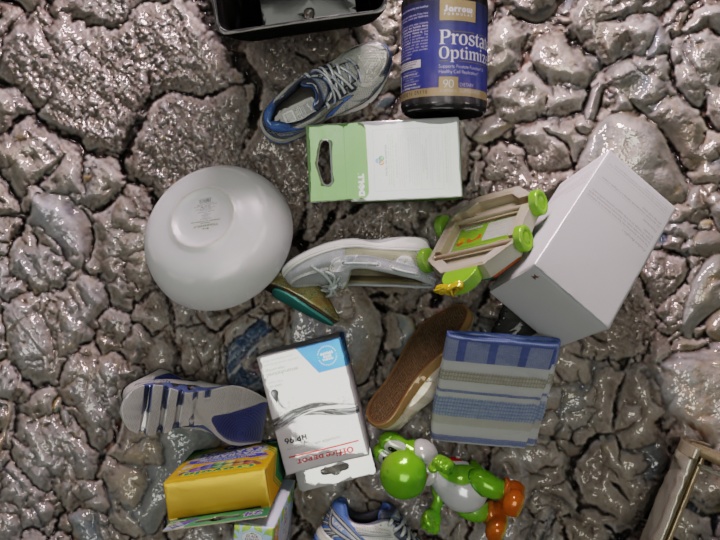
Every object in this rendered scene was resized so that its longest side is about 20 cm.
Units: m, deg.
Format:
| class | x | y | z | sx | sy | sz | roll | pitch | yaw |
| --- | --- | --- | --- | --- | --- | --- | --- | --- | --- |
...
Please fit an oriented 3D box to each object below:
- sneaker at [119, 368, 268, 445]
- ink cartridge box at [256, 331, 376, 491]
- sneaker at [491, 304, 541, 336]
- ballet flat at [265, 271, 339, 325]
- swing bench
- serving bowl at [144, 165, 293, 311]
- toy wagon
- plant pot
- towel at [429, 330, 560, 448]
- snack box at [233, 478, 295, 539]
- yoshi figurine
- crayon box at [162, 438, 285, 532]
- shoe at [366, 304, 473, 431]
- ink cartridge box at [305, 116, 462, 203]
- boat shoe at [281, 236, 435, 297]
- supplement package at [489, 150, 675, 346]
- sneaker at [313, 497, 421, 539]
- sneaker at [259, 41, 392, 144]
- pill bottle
| class | x | y | z | sx | sy | sz | roll | pitch | yaw |
| --- | --- | --- | --- | --- | --- | --- | --- | --- | --- |
| sneaker | -0.227 | 0.171 | 1.117 | 0.199 | 0.115 | 0.081 | 12 | 94 | -28 |
| ink cartridge box | -0.055 | 0.194 | 1.116 | 0.116 | 0.068 | 0.201 | -14 | 92 | 2 |
| sneaker | 0.190 | 0.062 | 1.109 | 0.200 | 0.071 | 0.099 | -34 | 87 | -1 |
| ballet flat | -0.111 | 0.007 | 1.117 | 0.199 | 0.071 | 0.071 | 23 | 92 | 1 |
| swing bench | 0.461 | 0.340 | 1.082 | 0.199 | 0.130 | 0.200 | 22 | 93 | 6 |
| serving bowl | -0.189 | -0.054 | 1.071 | 0.199 | 0.066 | 0.201 | -5 | 64 | 11 |
| toy wagon | 0.144 | -0.030 | 1.042 | 0.155 | 0.200 | 0.040 | -13 | 124 | 40 |
| plant pot | -0.078 | -0.384 | 1.044 | 0.199 | 0.177 | 0.201 | -8 | 93 | 1 |
| towel | 0.169 | 0.154 | 1.078 | 0.146 | 0.024 | 0.200 | 4 | 129 | 1 |
| snack box | -0.123 | 0.356 | 1.058 | 0.053 | 0.200 | 0.143 | 4 | 92 | 2 |
| yoshi figurine | 0.104 | 0.280 | 1.083 | 0.199 | 0.112 | 0.113 | 25 | 76 | 5 |
| crayon box | -0.166 | 0.262 | 1.055 | 0.125 | 0.200 | 0.052 | -8 | 92 | 1 |
| shoe | 0.085 | 0.132 | 1.122 | 0.200 | 0.070 | 0.053 | -51 | 130 | -1 |
| ink cartridge box | 0.032 | -0.141 | 1.107 | 0.199 | 0.059 | 0.104 | -3 | 91 | 2 |
| boat shoe | 0.000 | 0.001 | 1.082 | 0.201 | 0.074 | 0.065 | -5 | 69 | -21 |
| supplement package | 0.273 | -0.025 | 1.037 | 0.117 | 0.117 | 0.200 | 40 | 65 | -5 |
| sneaker | 0.042 | 0.356 | 1.110 | 0.199 | 0.077 | 0.085 | 17 | 88 | 0 |
| sneaker | -0.043 | -0.231 | 1.094 | 0.200 | 0.085 | 0.077 | -35 | 91 | 2 |
| pill bottle | 0.107 | -0.298 | 1.075 | 0.111 | 0.112 | 0.201 | 0 | 92 | 1 |
